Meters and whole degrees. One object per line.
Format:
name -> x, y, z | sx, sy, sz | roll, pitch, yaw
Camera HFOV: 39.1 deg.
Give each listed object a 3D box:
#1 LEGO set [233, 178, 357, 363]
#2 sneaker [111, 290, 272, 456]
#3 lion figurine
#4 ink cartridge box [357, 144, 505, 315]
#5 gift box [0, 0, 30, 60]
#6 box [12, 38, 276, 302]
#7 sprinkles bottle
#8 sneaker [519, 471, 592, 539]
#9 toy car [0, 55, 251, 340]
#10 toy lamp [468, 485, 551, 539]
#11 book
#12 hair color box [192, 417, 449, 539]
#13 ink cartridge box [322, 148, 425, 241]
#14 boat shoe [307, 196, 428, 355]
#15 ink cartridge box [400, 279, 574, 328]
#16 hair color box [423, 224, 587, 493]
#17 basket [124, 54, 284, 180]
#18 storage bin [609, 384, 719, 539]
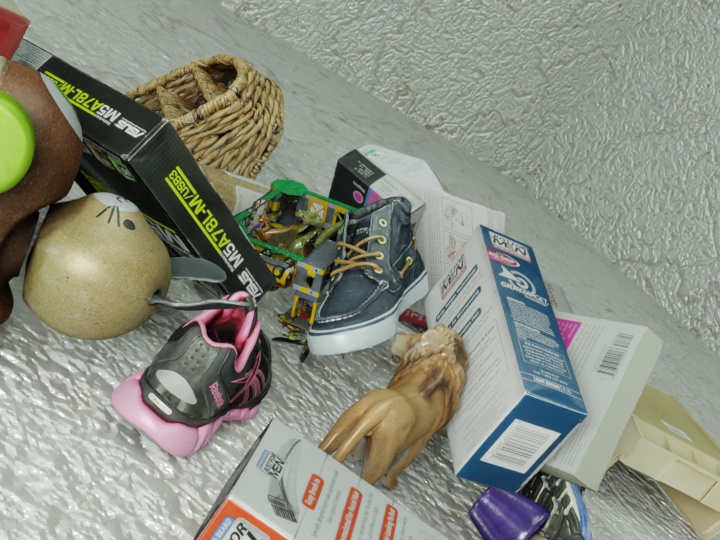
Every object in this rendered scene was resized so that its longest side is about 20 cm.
LEGO set -> -0.064, 0.007, 0.943 | 0.153, 0.116, 0.200 | 17, 26, 7
sneaker -> -0.092, 0.054, 0.695 | 0.079, 0.096, 0.200 | 34, 13, 2
lion figurine -> 0.023, 0.107, 0.725 | 0.072, 0.123, 0.200 | 36, 15, 5
ink cartridge box -> 0.075, -0.026, 1.022 | 0.199, 0.162, 0.050 | 22, 42, 36
gift box -> -0.341, -0.176, 0.673 | 0.187, 0.200, 0.184 | 43, 11, 35
box -> -0.175, -0.071, 0.778 | 0.200, 0.048, 0.194 | 31, -21, 35
sprinkles bottle -> -0.121, -0.063, 1.061 | 0.068, 0.068, 0.200 | 44, 17, 33
sneaker -> 0.169, 0.189, 0.891 | 0.089, 0.079, 0.200 | 29, 15, -15
toy car -> -0.162, -0.023, 0.606 | 0.199, 0.159, 0.164 | 19, 9, -20
toy lamp -> 0.165, 0.240, 0.760 | 0.200, 0.058, 0.058 | 40, 15, 21
book -> 0.145, 0.095, 0.866 | 0.048, 0.134, 0.200 | 38, -15, -31
hair color box -> 0.005, 0.180, 0.571 | 0.200, 0.064, 0.111 | 36, 15, -1
ink cartridge box -> 0.000, -0.022, 1.045 | 0.095, 0.201, 0.037 | 40, 53, 20
boat shoe -> 0.000, 0.000, 0.835 | 0.070, 0.091, 0.200 | -7, 13, 21
ink cartridge box -> 0.148, 0.037, 1.247 | 0.199, 0.083, 0.146 | 22, 14, -1
hair color box -> 0.110, 0.066, 0.819 | 0.060, 0.100, 0.201 | 20, 35, -21
basket -> -0.184, -0.189, 1.172 | 0.149, 0.143, 0.200 | 29, 15, -25
storage bin -> 0.323, 0.198, 1.185 | 0.199, 0.094, 0.199 | 29, 16, -26
